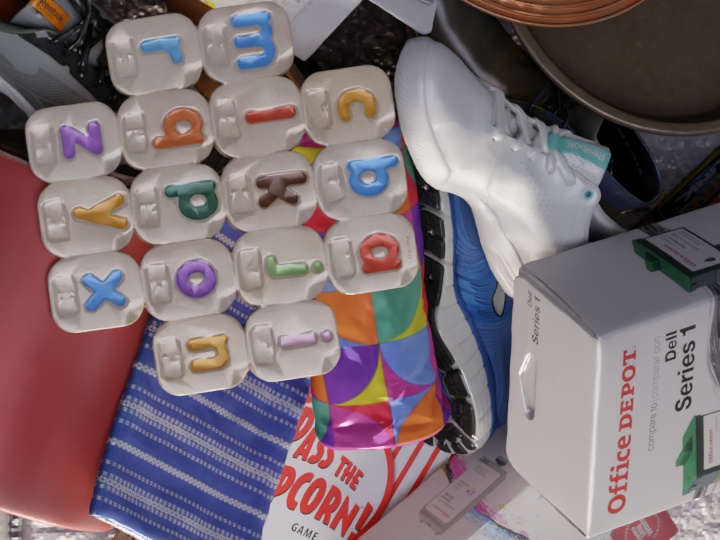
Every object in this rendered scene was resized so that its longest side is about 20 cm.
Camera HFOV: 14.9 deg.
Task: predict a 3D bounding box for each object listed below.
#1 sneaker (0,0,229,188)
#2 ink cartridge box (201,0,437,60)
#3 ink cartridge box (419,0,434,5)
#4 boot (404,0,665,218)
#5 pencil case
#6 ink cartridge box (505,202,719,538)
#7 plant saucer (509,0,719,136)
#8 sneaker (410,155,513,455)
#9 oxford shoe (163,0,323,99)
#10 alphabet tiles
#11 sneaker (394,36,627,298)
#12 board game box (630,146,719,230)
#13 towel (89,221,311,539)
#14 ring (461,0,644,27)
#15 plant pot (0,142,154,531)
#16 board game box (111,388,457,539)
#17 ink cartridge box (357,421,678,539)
[{"bbox_3d":[-0.156,-0.113,1.502,0.200,0.079,0.074,32,61,-6],"label":"sneaker"},{"bbox_3d":[-0.052,-0.196,1.498,0.200,0.115,0.068,29,137,-18],"label":"ink cartridge box"},{"bbox_3d":[0.009,-0.277,1.473,0.196,0.043,0.200,33,66,-15],"label":"ink cartridge box"},{"bbox_3d":[0.100,-0.106,1.565,0.075,0.097,0.200,-55,126,-38],"label":"boot"},{"bbox_3d":[0.000,0.000,1.532,0.088,0.088,0.200,-10,109,-8],"label":"pencil case"},{"bbox_3d":[0.189,0.048,1.547,0.200,0.084,0.146,-18,128,-23],"label":"ink cartridge box"},{"bbox_3d":[0.166,-0.167,1.556,0.200,0.029,0.200,5,72,-16],"label":"plant saucer"},{"bbox_3d":[0.054,0.002,1.604,0.089,0.079,0.200,-30,116,-43],"label":"sneaker"},{"bbox_3d":[-0.079,-0.122,1.550,0.071,0.071,0.200,-40,112,7],"label":"oxford shoe"},{"bbox_3d":[-0.073,-0.038,1.452,0.195,0.015,0.200,-9,89,-6],"label":"alphabet tiles"},{"bbox_3d":[0.090,-0.063,1.508,0.088,0.075,0.200,-10,140,27],"label":"sneaker"},{"bbox_3d":[0.259,0.023,1.670,0.165,0.057,0.200,-43,111,6],"label":"board game box"},{"bbox_3d":[-0.074,0.063,1.531,0.145,0.024,0.200,34,69,-50],"label":"towel"},{"bbox_3d":[0.095,-0.227,1.529,0.200,0.019,0.201,4,74,-14],"label":"ring"},{"bbox_3d":[-0.194,0.027,1.519,0.200,0.200,0.177,22,92,-17],"label":"plant pot"},{"bbox_3d":[-0.048,0.139,1.652,0.151,0.046,0.200,26,101,-18],"label":"board game box"},{"bbox_3d":[0.080,0.173,1.644,0.200,0.067,0.116,-40,129,-7],"label":"ink cartridge box"}]
